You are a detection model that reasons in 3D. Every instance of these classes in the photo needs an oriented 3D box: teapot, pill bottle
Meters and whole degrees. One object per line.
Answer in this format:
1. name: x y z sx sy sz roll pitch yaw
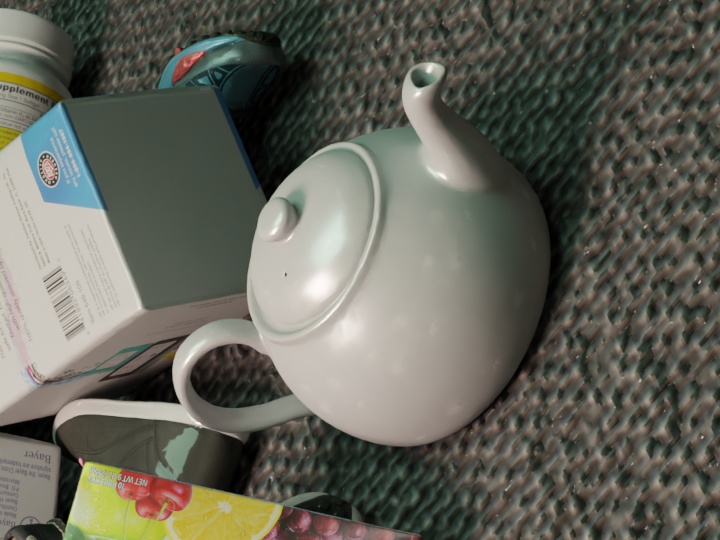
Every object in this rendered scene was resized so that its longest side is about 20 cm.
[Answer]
1. teapot: 0.000 0.000 1.432 0.197 0.146 0.201 -4 67 54
2. pill bottle: -0.280 -0.091 1.922 0.114 0.114 0.201 -24 51 46

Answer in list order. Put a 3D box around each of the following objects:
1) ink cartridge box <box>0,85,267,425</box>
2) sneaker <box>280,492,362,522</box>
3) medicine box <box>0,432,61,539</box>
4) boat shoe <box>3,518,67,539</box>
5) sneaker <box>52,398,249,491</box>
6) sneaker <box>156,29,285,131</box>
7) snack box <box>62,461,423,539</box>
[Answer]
1. ink cartridge box: -0.175 -0.008 1.644 0.200 0.146 0.147 -32 76 40
2. sneaker: -0.063 0.220 1.455 0.201 0.075 0.081 -60 -6 -11
3. medicine box: -0.286 0.224 1.693 0.182 0.102 0.201 -34 48 58
4. boat shoe: -0.188 0.255 1.582 0.074 0.060 0.201 -31 62 53
5. sneaker: -0.153 0.141 1.630 0.199 0.070 0.100 -5 64 52
6. sneaker: -0.108 -0.084 1.727 0.200 0.079 0.096 -45 55 36
7. snack box: -0.074 0.198 1.389 0.199 0.053 0.143 11 76 13
